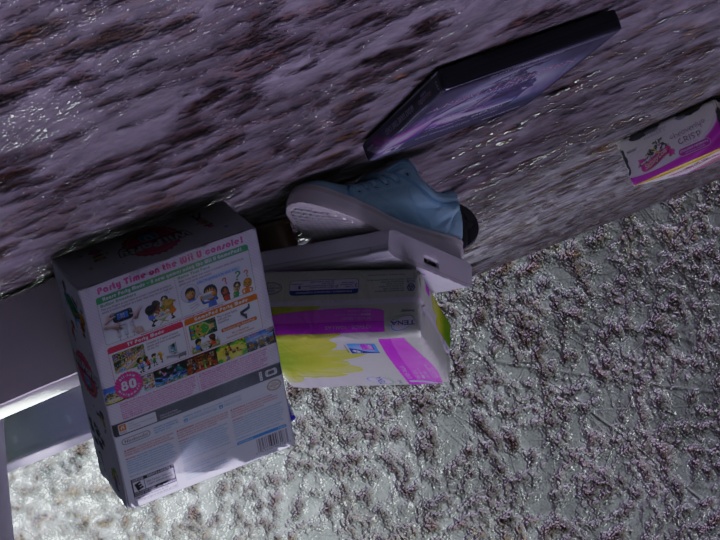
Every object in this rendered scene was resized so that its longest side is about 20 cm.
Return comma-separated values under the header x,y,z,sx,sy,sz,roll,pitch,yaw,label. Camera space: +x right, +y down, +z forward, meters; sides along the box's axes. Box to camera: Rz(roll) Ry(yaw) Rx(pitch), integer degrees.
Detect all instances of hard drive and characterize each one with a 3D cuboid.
x,y,z,sx,sy,sz,roll,pitch,yaw,label
-0.022,0.004,1.616,0.199,0.026,0.132,-10,161,34,hard drive

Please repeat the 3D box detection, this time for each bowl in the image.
x,y,z,sx,sy,sz,roll,pitch,yaw,label
-0.403,0.186,2.265,0.200,0.091,0.201,-23,176,-2,bowl

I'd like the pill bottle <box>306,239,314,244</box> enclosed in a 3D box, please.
x,y,z,sx,sy,sz,roll,pitch,yaw,label
0.000,0.000,1.864,0.116,0.117,0.200,-20,176,-18,pill bottle

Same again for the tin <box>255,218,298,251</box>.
x,y,z,sx,sy,sz,roll,pitch,yaw,label
-0.116,-0.005,1.758,0.112,0.042,0.200,-17,175,-7,tin

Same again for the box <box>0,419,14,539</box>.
x,y,z,sx,sy,sz,roll,pitch,yaw,label
-0.456,0.235,1.817,0.198,0.172,0.200,-3,168,-23,box

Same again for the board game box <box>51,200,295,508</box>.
x,y,z,sx,sy,sz,roll,pitch,yaw,label
-0.142,0.066,1.438,0.147,0.201,0.064,-20,-149,-21,board game box

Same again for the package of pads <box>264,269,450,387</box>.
x,y,z,sx,sy,sz,roll,pitch,yaw,label
-0.009,0.054,1.619,0.154,0.068,0.200,-2,164,10,package of pads

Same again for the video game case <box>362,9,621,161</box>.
x,y,z,sx,sy,sz,roll,pitch,yaw,label
0.091,-0.133,1.363,0.142,0.019,0.200,-21,176,-18,video game case

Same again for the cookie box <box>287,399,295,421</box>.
x,y,z,sx,sy,sz,roll,pitch,yaw,label
-0.143,0.099,1.990,0.075,0.172,0.200,-25,176,2,cookie box

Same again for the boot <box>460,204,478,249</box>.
x,y,z,sx,sy,sz,roll,pitch,yaw,label
0.047,-0.022,2.116,0.164,0.066,0.200,-13,172,-2,boot

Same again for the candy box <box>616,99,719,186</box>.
x,y,z,sx,sy,sz,roll,pitch,yaw,label
0.416,-0.161,2.291,0.136,0.061,0.200,-24,175,28,candy box

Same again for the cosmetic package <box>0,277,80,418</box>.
x,y,z,sx,sy,sz,roll,pitch,yaw,label
-0.248,0.055,1.519,0.199,0.085,0.108,-22,176,-1,cosmetic package

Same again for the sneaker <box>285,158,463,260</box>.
x,y,z,sx,sy,sz,roll,pitch,yaw,label
0.012,-0.060,1.587,0.074,0.082,0.200,-11,160,38,sneaker
